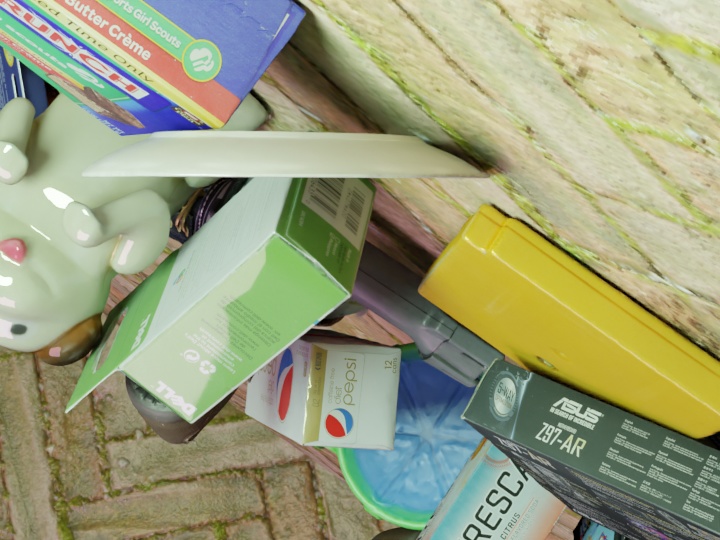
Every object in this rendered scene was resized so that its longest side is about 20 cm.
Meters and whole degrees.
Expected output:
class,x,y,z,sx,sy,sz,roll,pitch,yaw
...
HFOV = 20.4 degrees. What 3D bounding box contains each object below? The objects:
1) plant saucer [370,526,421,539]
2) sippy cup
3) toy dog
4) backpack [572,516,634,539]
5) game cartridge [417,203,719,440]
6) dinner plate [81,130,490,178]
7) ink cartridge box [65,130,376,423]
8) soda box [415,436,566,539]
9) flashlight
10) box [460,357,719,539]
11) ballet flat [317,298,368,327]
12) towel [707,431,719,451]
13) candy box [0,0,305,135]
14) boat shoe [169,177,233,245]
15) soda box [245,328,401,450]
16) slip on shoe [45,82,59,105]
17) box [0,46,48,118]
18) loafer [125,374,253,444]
class,x,y,z,sx,sy,sz,roll,pitch,yaw
plant saucer,0.085,0.258,1.435,0.200,0.034,0.201,35,-152,-21
sippy cup,0.060,0.126,1.497,0.178,0.140,0.130,42,-176,15
toy dog,-0.174,-0.046,1.209,0.139,0.201,0.194,36,170,-4
backpack,0.201,0.234,1.377,0.133,0.184,0.200,20,-166,-3
game cartridge,0.121,0.036,1.123,0.176,0.033,0.200,35,168,0
dinner plate,-0.036,-0.055,0.974,0.198,0.025,0.200,2,-177,0
ink cartridge box,-0.081,0.018,1.171,0.059,0.200,0.104,39,-146,-18
soda box,0.089,0.166,1.339,0.068,0.201,0.064,35,171,-1
flashlight,0.000,0.000,1.265,0.199,0.068,0.068,33,137,-15
box,0.176,0.132,1.175,0.199,0.044,0.160,22,167,41
ballet flat,-0.027,0.012,1.445,0.075,0.068,0.200,12,175,2
towel,0.291,0.154,1.124,0.199,0.024,0.145,25,166,46
candy box,-0.140,-0.143,0.990,0.169,0.077,0.200,37,169,-18
boat shoe,-0.110,-0.038,1.423,0.091,0.071,0.200,34,170,10
soda box,-0.029,0.077,1.358,0.063,0.069,0.200,5,-179,-14
slip on shoe,-0.181,-0.101,1.395,0.199,0.061,0.074,21,162,51
box,-0.252,-0.123,1.402,0.200,0.032,0.122,19,119,63
loafer,-0.088,0.032,1.295,0.073,0.200,0.071,26,144,17
